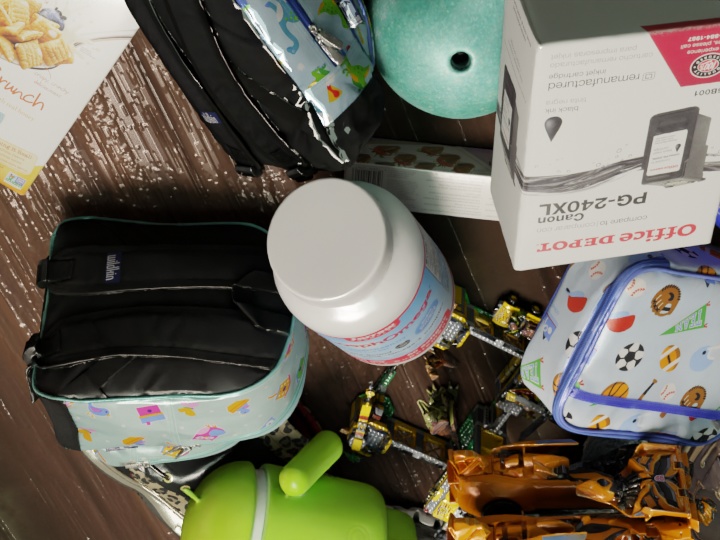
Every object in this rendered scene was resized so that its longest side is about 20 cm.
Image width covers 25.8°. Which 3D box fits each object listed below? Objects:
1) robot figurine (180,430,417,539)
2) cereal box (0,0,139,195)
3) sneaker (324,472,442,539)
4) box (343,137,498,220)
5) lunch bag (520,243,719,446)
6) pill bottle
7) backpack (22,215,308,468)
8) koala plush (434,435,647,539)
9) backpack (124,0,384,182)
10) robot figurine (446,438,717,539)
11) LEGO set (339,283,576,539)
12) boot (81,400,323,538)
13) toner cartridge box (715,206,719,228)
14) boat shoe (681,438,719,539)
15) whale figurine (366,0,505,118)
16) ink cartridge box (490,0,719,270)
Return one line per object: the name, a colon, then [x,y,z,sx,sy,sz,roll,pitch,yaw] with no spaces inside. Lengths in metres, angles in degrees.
robot figurine: [-0.054,0.219,1.260,0.197,0.116,0.177,12,125,-12]
cereal box: [-0.253,-0.165,1.130,0.143,0.040,0.200,31,122,-16]
sneaker: [-0.007,0.235,1.360,0.198,0.091,0.067,18,125,-7]
box: [0.085,-0.065,1.170,0.197,0.039,0.042,5,127,2]
lunch bag: [0.223,0.057,1.170,0.198,0.076,0.162,11,111,-34]
pill bottle: [0.000,0.000,1.118,0.107,0.110,0.200,-9,166,12]
backpack: [-0.135,0.054,1.196,0.197,0.177,0.154,-6,142,9]
koala plush: [0.169,0.224,1.283,0.183,0.178,0.201,31,133,-1]
backpack: [-0.079,-0.175,1.043,0.200,0.155,0.162,41,163,-30]
robot figurine: [0.162,0.175,1.155,0.197,0.146,0.059,-4,126,5]
LEGO set: [0.074,0.122,1.254,0.153,0.116,0.200,32,122,-17]
boot: [-0.142,0.123,1.312,0.153,0.074,0.204,-39,106,18]
toner cartridge box: [0.257,-0.099,1.126,0.200,0.043,0.095,40,120,-21]
boat shoe: [0.306,0.158,1.285,0.073,0.074,0.202,7,126,1]
whale figurine: [0.086,-0.188,1.042,0.158,0.104,0.200,30,120,-15]
ink cartridge box: [0.165,-0.101,1.014,0.143,0.084,0.201,-8,138,-6]
